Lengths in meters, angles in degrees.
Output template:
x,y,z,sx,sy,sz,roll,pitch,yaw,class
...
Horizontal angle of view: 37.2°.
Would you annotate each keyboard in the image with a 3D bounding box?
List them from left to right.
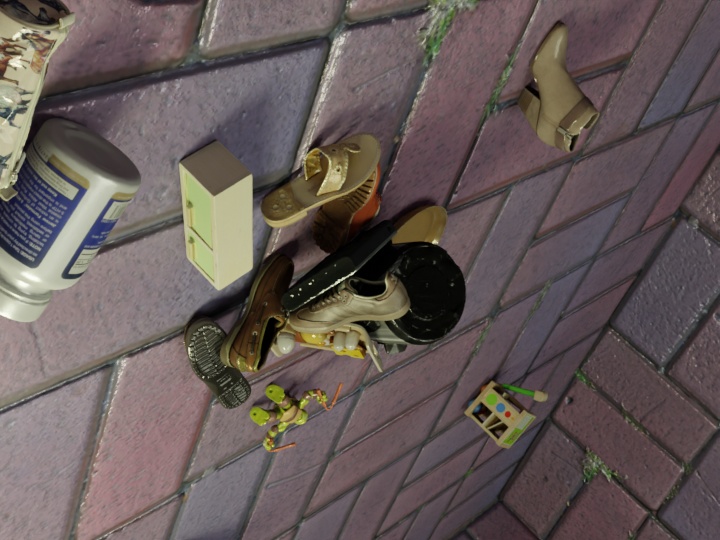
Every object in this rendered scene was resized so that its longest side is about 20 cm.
x,y,z,sx,sy,sz,roll,pitch,yaw,class
0.000,0.000,1.759,0.127,0.200,0.021,-45,112,-2,keyboard

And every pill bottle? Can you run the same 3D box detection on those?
x,y,z,sx,sy,sz,roll,pitch,yaw,class
-0.336,-0.050,1.152,0.201,0.120,0.119,-53,156,13,pill bottle

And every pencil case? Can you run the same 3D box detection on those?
x,y,z,sx,sy,sz,roll,pitch,yaw,class
-0.335,-0.170,1.006,0.201,0.089,0.078,-61,-174,26,pencil case

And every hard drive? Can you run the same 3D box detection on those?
x,y,z,sx,sy,sz,roll,pitch,yaw,class
-0.032,-0.011,1.676,0.139,0.033,0.200,-31,-175,27,hard drive

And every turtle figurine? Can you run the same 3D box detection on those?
x,y,z,sx,sy,sz,roll,pitch,yaw,class
-0.136,0.262,2.048,0.200,0.065,0.161,-41,150,7,turtle figurine

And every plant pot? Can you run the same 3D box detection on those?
x,y,z,sx,sy,sz,roll,pitch,yaw,class
0.082,-0.046,1.989,0.199,0.027,0.201,-38,154,-22,plant pot

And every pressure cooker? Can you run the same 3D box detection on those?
x,y,z,sx,sy,sz,roll,pitch,yaw,class
0.064,0.042,1.830,0.177,0.178,0.199,-60,-156,-16,pressure cooker

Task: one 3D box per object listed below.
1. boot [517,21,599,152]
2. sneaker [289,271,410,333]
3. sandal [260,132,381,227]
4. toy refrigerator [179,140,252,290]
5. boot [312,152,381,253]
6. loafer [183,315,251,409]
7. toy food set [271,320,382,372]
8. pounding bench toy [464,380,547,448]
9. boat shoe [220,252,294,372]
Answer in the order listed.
x,y,z,sx,sy,sz,roll,pitch,yaw,class
0.364,-0.317,1.899,0.070,0.146,0.201,-23,146,-40,boot
-0.025,0.041,1.645,0.071,0.198,0.076,-80,154,-50,sneaker
-0.055,-0.143,1.542,0.211,0.078,0.070,-36,159,-12,sandal
-0.193,-0.068,1.424,0.070,0.076,0.201,-35,154,-26,toy refrigerator
-0.003,-0.121,1.681,0.107,0.075,0.201,-31,160,-39,boot
-0.237,0.140,1.688,0.073,0.071,0.201,-31,137,-15,loafer
-0.065,0.133,1.836,0.144,0.198,0.061,63,38,-65,toy food set
0.419,0.379,3.060,0.200,0.156,0.124,-49,156,5,pounding bench toy
-0.141,0.069,1.658,0.201,0.067,0.072,-66,152,-18,boat shoe
